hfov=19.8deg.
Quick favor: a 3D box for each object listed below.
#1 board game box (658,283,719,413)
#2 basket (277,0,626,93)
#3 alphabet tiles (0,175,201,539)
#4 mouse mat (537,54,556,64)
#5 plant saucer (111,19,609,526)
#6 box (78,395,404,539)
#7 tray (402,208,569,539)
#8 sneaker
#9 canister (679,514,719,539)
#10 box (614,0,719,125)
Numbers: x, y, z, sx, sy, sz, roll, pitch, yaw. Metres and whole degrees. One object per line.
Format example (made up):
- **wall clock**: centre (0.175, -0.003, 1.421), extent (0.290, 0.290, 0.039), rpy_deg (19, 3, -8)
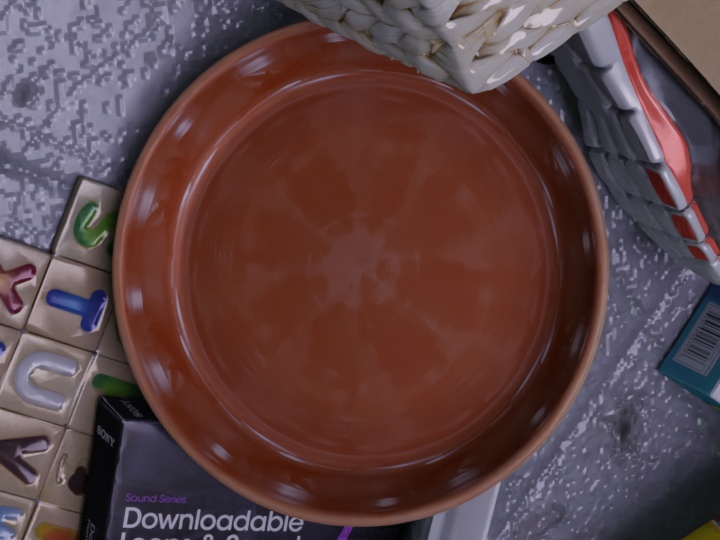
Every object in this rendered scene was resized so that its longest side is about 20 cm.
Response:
- **board game box**: centre (0.263, 0.039, 1.018), extent (0.199, 0.047, 0.152), rpy_deg (34, 88, -30)
- **basket**: centre (0.021, -0.162, 0.757), extent (0.135, 0.200, 0.124), rpy_deg (-34, 121, -15)
- **alphabet tiles**: centre (-0.089, 0.059, 0.869), extent (0.199, 0.006, 0.168), rpy_deg (20, 94, -30)
- **mouse mat**: centre (0.155, -0.186, 0.905), extent (0.199, 0.008, 0.162), rpy_deg (-16, 117, -16)
- **plant saucer**: centre (0.000, 0.000, 0.822), extent (0.199, 0.032, 0.202), rpy_deg (0, 89, 9)
- **box**: centre (-0.057, 0.156, 0.889), extent (0.142, 0.036, 0.202), rpy_deg (4, 101, -28)
- **tray**: centre (0.047, 0.060, 0.887), extent (0.022, 0.107, 0.202), rpy_deg (13, 98, -9)
- **sneaker**: centre (0.139, -0.082, 0.899), extent (0.082, 0.077, 0.201), rpy_deg (-36, 122, -11)
- **canister**: centre (0.190, 0.182, 0.973), extent (0.199, 0.087, 0.149), rpy_deg (-32, 119, -1)
- **box**: centre (0.183, -0.164, 0.872), extent (0.163, 0.021, 0.201), rpy_deg (41, 73, -32)
